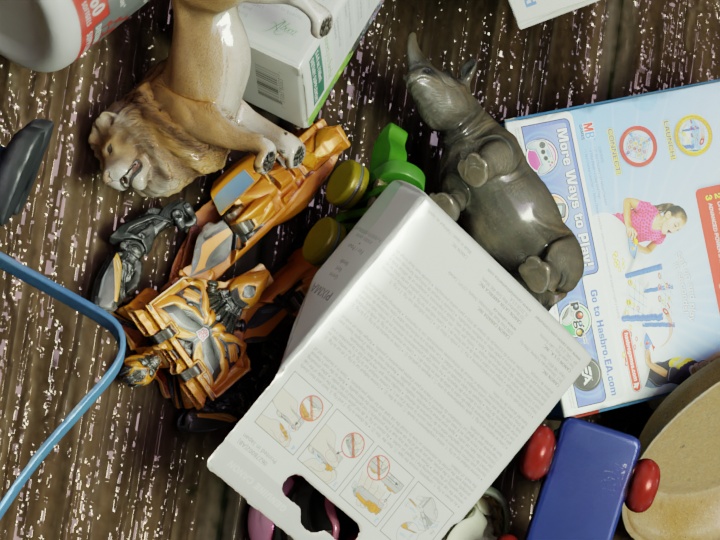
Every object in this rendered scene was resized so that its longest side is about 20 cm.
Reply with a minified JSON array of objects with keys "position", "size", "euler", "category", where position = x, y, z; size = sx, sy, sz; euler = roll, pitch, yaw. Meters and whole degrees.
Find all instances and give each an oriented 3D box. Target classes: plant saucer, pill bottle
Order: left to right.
[{"position":[-0.143,-0.215,1.306],"size":[0.200,0.116,0.116],"euler":[-44,108,-28],"category":"pill bottle"},{"position":[0.253,0.107,1.490],"size":[0.199,0.201,0.035],"euler":[-3,44,-32],"category":"plant saucer"}]

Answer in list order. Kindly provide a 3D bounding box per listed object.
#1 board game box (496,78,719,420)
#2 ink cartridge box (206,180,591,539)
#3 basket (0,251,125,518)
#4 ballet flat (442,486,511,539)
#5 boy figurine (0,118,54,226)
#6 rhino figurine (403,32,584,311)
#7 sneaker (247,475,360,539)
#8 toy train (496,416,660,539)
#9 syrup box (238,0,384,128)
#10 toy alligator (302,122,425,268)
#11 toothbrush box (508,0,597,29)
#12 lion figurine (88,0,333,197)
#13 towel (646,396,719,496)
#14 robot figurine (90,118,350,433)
[{"position":[0.195,-0.018,1.501],"size":[0.195,0.056,0.201],"euler":[-11,90,-17],"category":"board game box"},{"position":[0.018,0.074,1.317],"size":[0.161,0.050,0.200],"euler":[43,85,-27],"category":"ink cartridge box"},{"position":[-0.247,0.047,1.194],"size":[0.200,0.139,0.177],"euler":[34,66,8],"category":"basket"},{"position":[0.018,0.199,1.399],"size":[0.200,0.064,0.068],"euler":[-41,110,-27],"category":"ballet flat"},{"position":[-0.270,-0.088,1.226],"size":[0.199,0.124,0.065],"euler":[23,100,0],"category":"boy figurine"},{"position":[0.076,-0.059,1.406],"size":[0.201,0.060,0.087],"euler":[61,28,-2],"category":"rhino figurine"},{"position":[0.020,0.112,1.391],"size":[0.079,0.095,0.200],"euler":[47,63,-17],"category":"sneaker"},{"position":[0.119,0.191,1.414],"size":[0.084,0.116,0.201],"euler":[17,91,0],"category":"toy train"},{"position":[-0.021,-0.198,1.386],"size":[0.081,0.079,0.200],"euler":[26,69,12],"category":"syrup box"},{"position":[0.000,0.000,1.343],"size":[0.059,0.054,0.201],"euler":[30,70,-26],"category":"toy alligator"},{"position":[0.125,-0.245,1.428],"size":[0.200,0.085,0.147],"euler":[-44,114,-72],"category":"toothbrush box"},{"position":[-0.087,-0.126,1.296],"size":[0.072,0.122,0.201],"euler":[-25,136,-58],"category":"lion figurine"},{"position":[0.285,0.057,1.593],"size":[0.200,0.034,0.133],"euler":[-46,108,-26],"category":"towel"},{"position":[-0.068,0.003,1.366],"size":[0.200,0.058,0.145],"euler":[-44,107,-27],"category":"robot figurine"}]
